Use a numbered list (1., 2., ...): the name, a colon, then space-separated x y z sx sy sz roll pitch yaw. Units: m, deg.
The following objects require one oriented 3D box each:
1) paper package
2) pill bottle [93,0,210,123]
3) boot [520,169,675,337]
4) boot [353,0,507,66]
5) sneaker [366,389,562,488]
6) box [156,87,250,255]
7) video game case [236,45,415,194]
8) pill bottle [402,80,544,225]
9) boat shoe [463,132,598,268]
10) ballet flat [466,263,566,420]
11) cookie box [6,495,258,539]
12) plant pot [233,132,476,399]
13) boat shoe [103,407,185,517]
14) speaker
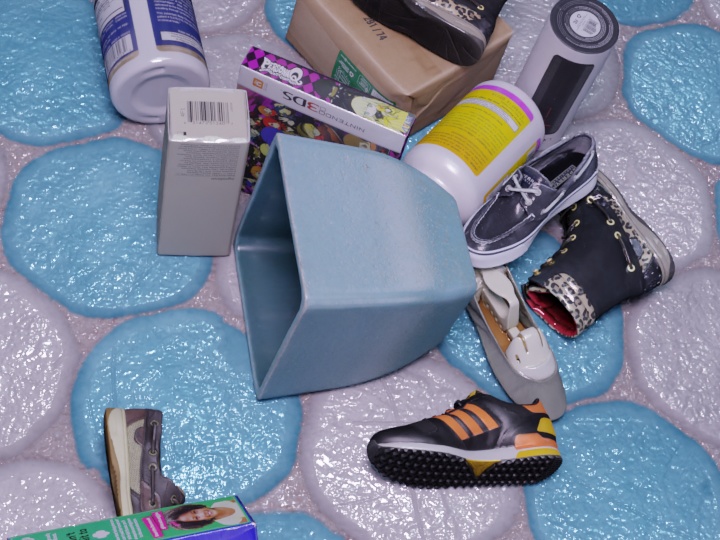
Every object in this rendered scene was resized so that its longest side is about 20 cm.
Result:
1. paper package: 0.045 -0.276 1.546 0.190 0.104 0.200 -33 71 -27
2. pill bottle: -0.239 -0.274 1.473 0.111 0.111 0.200 -6 60 -17
3. boot: 0.229 -0.032 1.453 0.154 0.074 0.204 -32 68 -25
4. boot: 0.082 -0.336 1.486 0.200 0.073 0.151 33 59 5
5. sneaker: 0.099 0.162 1.306 0.200 0.070 0.090 4 52 -15
6. box: -0.161 -0.096 1.324 0.082 0.200 0.069 1 58 -13
7. video game case: -0.050 -0.126 1.370 0.181 0.200 0.036 24 56 2
8. pill bottle: 0.113 -0.119 1.460 0.104 0.104 0.200 38 57 11
9. boat shoe: 0.181 -0.080 1.402 0.200 0.068 0.072 -35 56 -21
10. ballet flat: 0.159 0.064 1.380 0.067 0.064 0.200 -18 64 -22
11. cookie box: -0.184 0.295 1.097 0.200 0.075 0.172 -8 101 -18
12. plant pot: 0.000 0.000 1.314 0.200 0.196 0.196 1 58 -19
13. boat shoe: -0.192 0.210 1.200 0.065 0.073 0.200 -10 61 -13
14. speaker: 0.223 -0.221 1.494 0.081 0.200 0.081 5 63 -10
